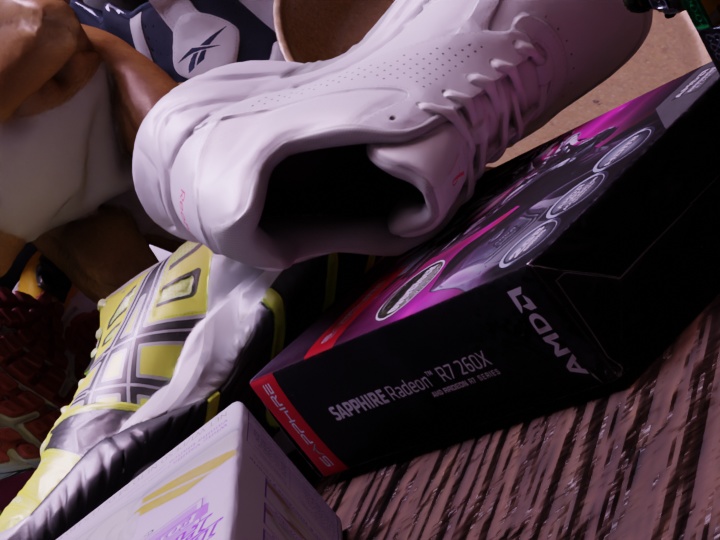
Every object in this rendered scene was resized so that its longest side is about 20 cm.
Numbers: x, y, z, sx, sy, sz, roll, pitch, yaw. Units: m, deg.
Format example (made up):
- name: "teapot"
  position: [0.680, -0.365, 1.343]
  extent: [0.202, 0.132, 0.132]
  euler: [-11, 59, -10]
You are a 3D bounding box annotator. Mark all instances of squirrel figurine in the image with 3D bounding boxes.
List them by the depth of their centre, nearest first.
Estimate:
- name: "squirrel figurine"
  position: [-0.120, -0.058, 1.113]
  extent: [0.187, 0.142, 0.200]
  euler: [2, 18, -43]

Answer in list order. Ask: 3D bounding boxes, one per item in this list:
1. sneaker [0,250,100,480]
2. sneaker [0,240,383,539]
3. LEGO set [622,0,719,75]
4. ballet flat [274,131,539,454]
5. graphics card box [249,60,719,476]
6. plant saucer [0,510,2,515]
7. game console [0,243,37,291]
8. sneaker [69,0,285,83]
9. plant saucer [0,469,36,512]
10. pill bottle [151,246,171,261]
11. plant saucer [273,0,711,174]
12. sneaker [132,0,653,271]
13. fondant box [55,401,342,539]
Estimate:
- name: "sneaker"
  position: [-0.147, 0.053, 1.143]
  extent: [0.082, 0.078, 0.200]
  euler: [-45, -1, 18]
- name: "sneaker"
  position: [-0.073, 0.050, 1.012]
  extent: [0.076, 0.075, 0.200]
  euler: [28, 67, 38]
- name: "LEGO set"
  position: [0.167, -0.131, 0.792]
  extent: [0.116, 0.154, 0.200]
  euler: [-43, 17, -28]
- name: "ballet flat"
  position: [0.000, 0.000, 1.082]
  extent: [0.200, 0.069, 0.069]
  euler: [-39, 8, -22]
- name: "graphics card box"
  position: [0.056, 0.001, 0.925]
  extent: [0.125, 0.051, 0.200]
  euler: [-42, 10, -29]
- name: "plant saucer"
  position: [-0.228, 0.109, 1.090]
  extent: [0.200, 0.200, 0.027]
  euler: [-31, 27, 43]
- name: "game console"
  position: [-0.195, 0.084, 1.246]
  extent: [0.177, 0.031, 0.200]
  euler: [-47, -28, -53]
- name: "sneaker"
  position: [-0.073, -0.114, 1.261]
  extent: [0.079, 0.130, 0.199]
  euler: [-36, 8, 10]
- name: "plant saucer"
  position: [-0.098, 0.077, 1.179]
  extent: [0.200, 0.051, 0.201]
  euler: [-37, 8, 6]
- name: "pill bottle"
  position: [-0.108, 0.018, 1.358]
  extent: [0.104, 0.104, 0.200]
  euler: [-44, 9, -35]
- name: "plant saucer"
  position: [0.065, -0.094, 1.100]
  extent: [0.200, 0.200, 0.035]
  euler: [-44, -31, -35]
- name: "sneaker"
  position: [0.026, -0.049, 0.963]
  extent: [0.200, 0.078, 0.099]
  euler: [-28, 34, -11]
- name: "fondant box"
  position: [-0.076, 0.122, 0.817]
  extent: [0.144, 0.058, 0.200]
  euler: [-38, 9, 5]
